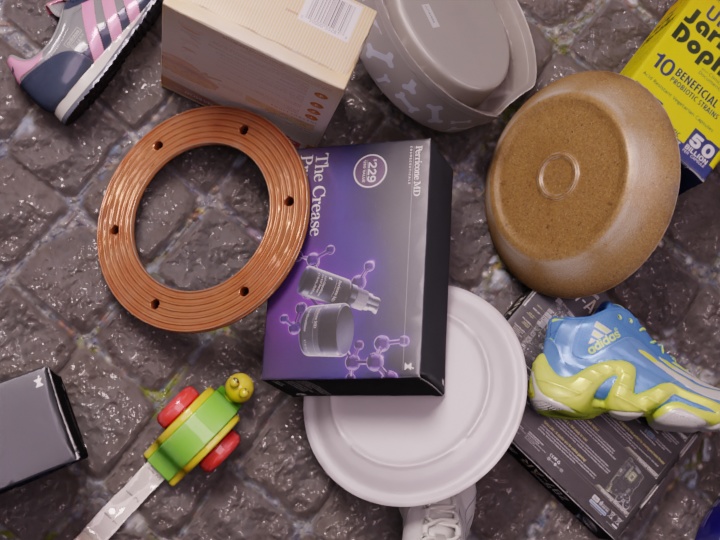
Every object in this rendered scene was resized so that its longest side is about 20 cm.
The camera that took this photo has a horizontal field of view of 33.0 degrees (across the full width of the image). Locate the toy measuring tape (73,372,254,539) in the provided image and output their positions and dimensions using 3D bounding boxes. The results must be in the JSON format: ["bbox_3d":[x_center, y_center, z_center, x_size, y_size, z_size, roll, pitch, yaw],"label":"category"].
[{"bbox_3d":[-0.161,0.159,1.005,0.074,0.074,0.200,45,76,0],"label":"toy measuring tape"}]

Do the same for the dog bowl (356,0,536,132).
[{"bbox_3d":[0.068,-0.213,1.069,0.199,0.058,0.202,23,53,-34],"label":"dog bowl"}]

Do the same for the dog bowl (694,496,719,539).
[{"bbox_3d":[0.398,0.277,1.079,0.198,0.079,0.203,2,80,-9],"label":"dog bowl"}]

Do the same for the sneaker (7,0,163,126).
[{"bbox_3d":[-0.226,-0.227,1.058,0.082,0.070,0.201,36,75,-5],"label":"sneaker"}]

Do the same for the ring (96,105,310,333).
[{"bbox_3d":[-0.133,-0.044,1.030,0.198,0.019,0.203,-6,70,18],"label":"ring"}]

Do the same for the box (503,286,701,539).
[{"bbox_3d":[0.198,0.114,1.089,0.200,0.044,0.160,42,76,-1],"label":"box"}]

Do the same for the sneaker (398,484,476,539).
[{"bbox_3d":[0.066,0.228,1.025,0.074,0.087,0.202,8,78,-6],"label":"sneaker"}]

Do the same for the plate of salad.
[{"bbox_3d":[0.047,0.106,1.037,0.198,0.048,0.202,-9,61,16],"label":"plate of salad"}]

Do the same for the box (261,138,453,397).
[{"bbox_3d":[0.000,0.000,1.019,0.140,0.079,0.202,-2,73,17],"label":"box"}]

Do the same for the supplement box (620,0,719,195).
[{"bbox_3d":[0.309,-0.177,1.124,0.109,0.110,0.201,39,76,-2],"label":"supplement box"}]

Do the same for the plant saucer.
[{"bbox_3d":[0.178,-0.078,1.049,0.035,0.199,0.203,12,76,-46],"label":"plant saucer"}]

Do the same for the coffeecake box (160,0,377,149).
[{"bbox_3d":[-0.083,-0.182,1.009,0.152,0.200,0.074,24,77,-5],"label":"coffeecake box"}]

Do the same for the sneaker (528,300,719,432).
[{"bbox_3d":[0.244,0.081,1.041,0.198,0.076,0.106,7,79,-8],"label":"sneaker"}]

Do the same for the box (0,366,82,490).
[{"bbox_3d":[-0.319,0.147,0.935,0.198,0.141,0.080,-21,84,-12],"label":"box"}]
